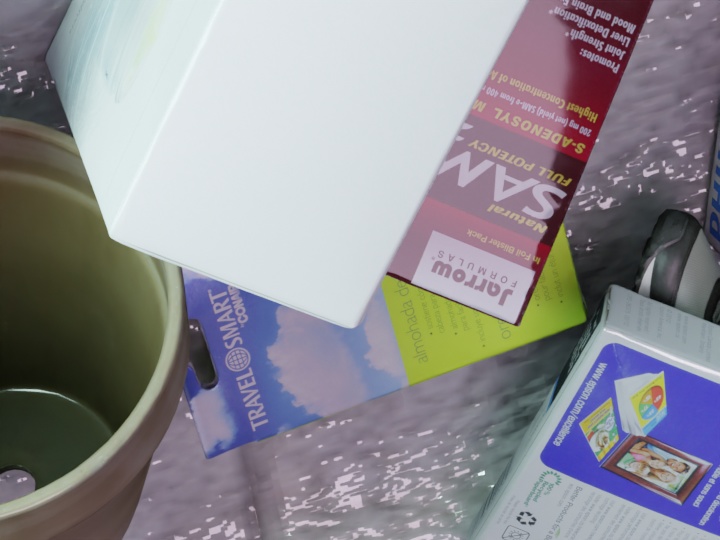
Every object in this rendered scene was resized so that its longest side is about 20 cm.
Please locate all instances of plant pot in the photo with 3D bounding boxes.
[{"bbox_3d":[-0.168,0.060,1.168,0.199,0.201,0.174,-17,150,-8],"label":"plant pot"}]

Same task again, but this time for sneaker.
[{"bbox_3d":[0.186,0.049,1.314,0.079,0.074,0.201,-1,131,29],"label":"sneaker"}]

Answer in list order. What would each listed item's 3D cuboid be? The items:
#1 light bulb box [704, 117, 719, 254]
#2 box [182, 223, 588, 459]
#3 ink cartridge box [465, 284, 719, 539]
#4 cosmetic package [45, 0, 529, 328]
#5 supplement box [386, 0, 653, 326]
[{"bbox_3d":[0.263,-0.063,1.222,0.124,0.200,0.199,-3,116,-16],"label":"light bulb box"},{"bbox_3d":[0.000,0.000,1.264,0.199,0.048,0.122,-20,118,-6],"label":"box"},{"bbox_3d":[0.174,0.116,1.299,0.199,0.043,0.199,24,134,-3],"label":"ink cartridge box"},{"bbox_3d":[-0.030,-0.118,1.110,0.122,0.200,0.200,20,108,-24],"label":"cosmetic package"},{"bbox_3d":[0.056,-0.088,1.194,0.108,0.061,0.201,21,94,-12],"label":"supplement box"}]
